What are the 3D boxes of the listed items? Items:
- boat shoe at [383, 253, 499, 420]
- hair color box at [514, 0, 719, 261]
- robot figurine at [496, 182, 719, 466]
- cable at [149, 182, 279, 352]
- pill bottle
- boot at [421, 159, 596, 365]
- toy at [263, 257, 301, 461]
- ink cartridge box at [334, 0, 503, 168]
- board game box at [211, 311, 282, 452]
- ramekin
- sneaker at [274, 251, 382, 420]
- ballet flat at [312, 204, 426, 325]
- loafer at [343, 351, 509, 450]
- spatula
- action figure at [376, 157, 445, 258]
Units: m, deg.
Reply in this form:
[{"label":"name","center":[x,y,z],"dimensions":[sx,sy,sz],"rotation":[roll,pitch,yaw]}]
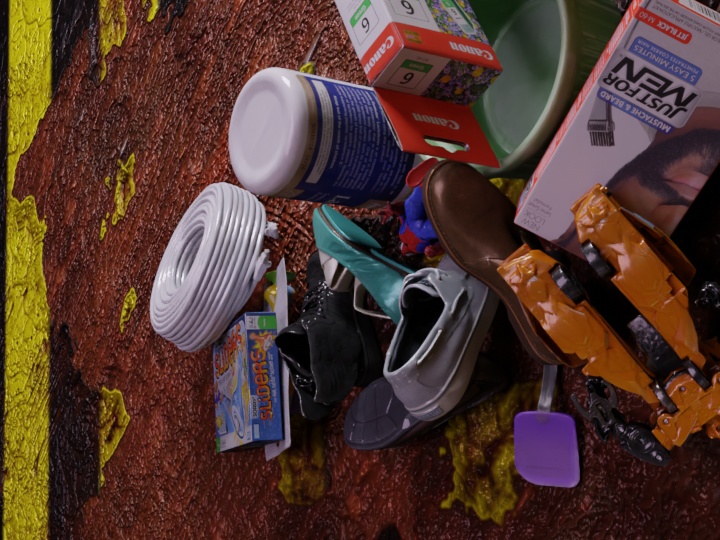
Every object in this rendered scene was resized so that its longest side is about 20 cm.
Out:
[{"label":"boat shoe","center":[0.068,0.034,0.995],"dimensions":[0.070,0.072,0.201],"rotation":[-23,32,36]},{"label":"hair color box","center":[0.211,-0.101,0.863],"dimensions":[0.200,0.111,0.064],"rotation":[-63,-1,27]},{"label":"robot figurine","center":[0.202,0.042,0.839],"dimensions":[0.145,0.058,0.200],"rotation":[-41,89,17]},{"label":"cable","center":[-0.178,-0.004,1.330],"dimensions":[0.200,0.069,0.200],"rotation":[-60,24,13]},{"label":"pill bottle","center":[-0.012,-0.118,1.079],"dimensions":[0.116,0.200,0.116],"rotation":[-8,80,52]},{"label":"boot","center":[0.128,-0.010,0.914],"dimensions":[0.200,0.074,0.075],"rotation":[51,163,-10]},{"label":"toy","center":[-0.076,0.097,1.246],"dimensions":[0.115,0.047,0.200],"rotation":[133,133,-67]},{"label":"ink cartridge box","center":[0.051,-0.178,0.920],"dimensions":[0.050,0.109,0.200],"rotation":[-47,52,38]},{"label":"board game box","center":[-0.128,0.128,1.275],"dimensions":[0.200,0.034,0.135],"rotation":[144,124,-69]},{"label":"ramekin","center":[0.133,-0.171,0.984],"dimensions":[0.200,0.098,0.200],"rotation":[-8,80,51]},{"label":"sneaker","center":[-0.042,0.059,1.173],"dimensions":[0.060,0.104,0.200],"rotation":[-48,51,38]},{"label":"ballet flat","center":[0.000,0.000,1.151],"dimensions":[0.200,0.067,0.070],"rotation":[37,101,45]},{"label":"loafer","center":[0.058,0.128,1.078],"dimensions":[0.200,0.063,0.072],"rotation":[-37,42,47]},{"label":"spatula","center":[0.160,0.082,0.980],"dimensions":[0.056,0.021,0.200],"rotation":[-1,80,25]},{"label":"action figure","center":[0.055,-0.044,1.045],"dimensions":[0.065,0.200,0.052],"rotation":[43,81,7]}]
